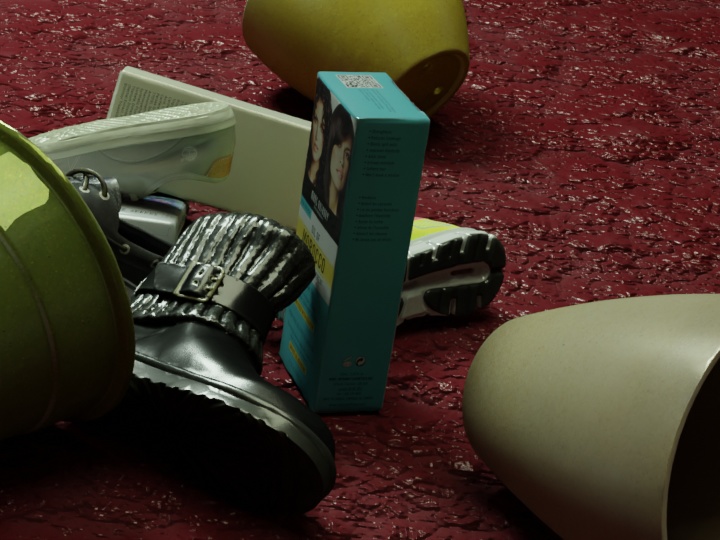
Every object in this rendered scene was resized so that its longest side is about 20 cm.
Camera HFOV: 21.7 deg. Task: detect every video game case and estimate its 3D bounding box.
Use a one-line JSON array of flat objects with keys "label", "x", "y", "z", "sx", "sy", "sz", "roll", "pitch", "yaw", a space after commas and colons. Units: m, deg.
[{"label": "video game case", "x": -0.224, "y": -0.048, "z": 1.336, "sx": 0.198, "sy": 0.024, "sz": 0.182, "roll": 7, "pitch": 8, "yaw": -3}]

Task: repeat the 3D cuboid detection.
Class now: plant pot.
[{"label": "plant pot", "x": -0.260, "y": 0.040, "z": 1.030, "sx": 0.199, "sy": 0.201, "sz": 0.190, "roll": 25, "pitch": 42, "yaw": 32}, {"label": "plant pot", "x": 0.159, "y": 0.090, "z": 1.066, "sx": 0.186, "sy": 0.189, "sz": 0.199, "roll": -12, "pitch": 18, "yaw": -38}, {"label": "plant pot", "x": 0.017, "y": -0.207, "z": 1.646, "sx": 0.199, "sy": 0.201, "sz": 0.142, "roll": -15, "pitch": 60, "yaw": -41}]

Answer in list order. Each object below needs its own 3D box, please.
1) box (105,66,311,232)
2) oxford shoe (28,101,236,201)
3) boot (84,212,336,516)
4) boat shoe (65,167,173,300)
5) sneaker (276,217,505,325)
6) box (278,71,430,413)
[{"label": "box", "x": -0.092, "y": -0.085, "z": 1.393, "sx": 0.198, "sy": 0.083, "sz": 0.068, "roll": 18, "pitch": 6, "yaw": -7}, {"label": "oxford shoe", "x": -0.175, "y": -0.076, "z": 1.311, "sx": 0.198, "sy": 0.058, "sz": 0.075, "roll": -5, "pitch": 17, "yaw": 22}, {"label": "boot", "x": -0.066, "y": 0.046, "z": 1.119, "sx": 0.210, "sy": 0.080, "sz": 0.158, "roll": 23, "pitch": 48, "yaw": 30}, {"label": "boat shoe", "x": -0.172, "y": -0.030, "z": 1.198, "sx": 0.200, "sy": 0.066, "sz": 0.070, "roll": 37, "pitch": 3, "yaw": -29}, {"label": "sneaker", "x": 0.000, "y": 0.000, "z": 1.314, "sx": 0.199, "sy": 0.079, "sz": 0.090, "roll": -2, "pitch": 18, "yaw": -34}, {"label": "box", "x": -0.006, "y": -0.017, "z": 1.181, "sx": 0.049, "sy": 0.202, "sz": 0.082, "roll": -1, "pitch": 26, "yaw": -20}]
